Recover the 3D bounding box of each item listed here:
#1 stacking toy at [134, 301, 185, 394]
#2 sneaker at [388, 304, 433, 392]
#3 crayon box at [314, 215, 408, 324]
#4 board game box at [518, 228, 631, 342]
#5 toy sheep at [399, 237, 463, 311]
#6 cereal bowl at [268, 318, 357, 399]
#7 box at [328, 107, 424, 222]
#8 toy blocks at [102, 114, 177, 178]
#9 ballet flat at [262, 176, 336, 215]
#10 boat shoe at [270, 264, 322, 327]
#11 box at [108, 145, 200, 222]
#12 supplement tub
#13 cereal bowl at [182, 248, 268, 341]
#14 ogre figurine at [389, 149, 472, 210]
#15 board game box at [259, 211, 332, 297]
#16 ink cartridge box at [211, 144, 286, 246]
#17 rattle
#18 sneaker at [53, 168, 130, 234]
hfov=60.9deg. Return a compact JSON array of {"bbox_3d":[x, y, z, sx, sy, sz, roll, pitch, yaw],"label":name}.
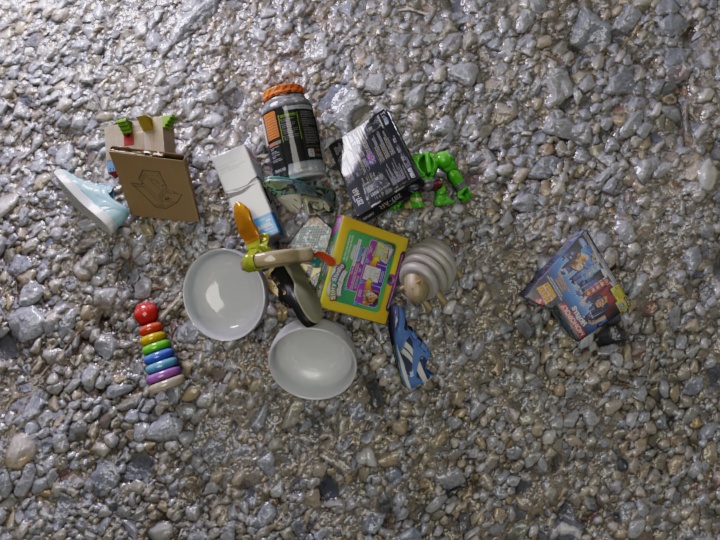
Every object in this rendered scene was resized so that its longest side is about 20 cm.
[{"bbox_3d":[-0.467,0.170,1.392,0.083,0.085,0.205,-19,87,0],"label":"stacking toy"},{"bbox_3d":[0.112,0.169,1.387,0.080,0.074,0.205,-14,106,-3],"label":"sneaker"},{"bbox_3d":[0.000,0.000,1.371,0.169,0.058,0.205,16,90,-22],"label":"crayon box"},{"bbox_3d":[0.475,0.047,1.397,0.197,0.062,0.203,-32,90,1],"label":"board game box"},{"bbox_3d":[0.156,-0.002,1.364,0.137,0.138,0.201,36,49,0],"label":"toy sheep"},{"bbox_3d":[-0.103,0.184,1.361,0.194,0.084,0.205,2,122,2],"label":"cereal bowl"},{"bbox_3d":[0.033,-0.232,1.346,0.158,0.043,0.204,-31,63,14],"label":"box"},{"bbox_3d":[-0.492,-0.259,1.374,0.194,0.100,0.141,-6,87,14],"label":"toy blocks"},{"bbox_3d":[-0.127,-0.158,1.342,0.197,0.073,0.077,4,90,-43],"label":"ballet flat"},{"bbox_3d":[-0.139,0.053,1.316,0.063,0.073,0.203,-47,46,16],"label":"boat shoe"},{"bbox_3d":[-0.444,-0.184,1.340,0.159,0.202,0.022,7,54,0],"label":"box"},{"bbox_3d":[-0.153,-0.300,1.365,0.119,0.123,0.206,-11,90,0],"label":"supplement tub"},{"bbox_3d":[-0.294,0.051,1.379,0.194,0.083,0.206,1,94,10],"label":"cereal bowl"},{"bbox_3d":[0.150,-0.205,1.378,0.194,0.098,0.124,-3,101,14],"label":"ogre figurine"},{"bbox_3d":[-0.119,-0.011,1.410,0.135,0.035,0.201,40,90,0],"label":"board game box"},{"bbox_3d":[-0.242,-0.159,1.354,0.082,0.145,0.205,-22,91,-1],"label":"ink cartridge box"},{"bbox_3d":[-0.156,-0.067,1.269,0.195,0.130,0.146,-10,73,-18],"label":"rattle"},{"bbox_3d":[-0.610,-0.171,1.403,0.199,0.074,0.082,42,61,4],"label":"sneaker"}]
